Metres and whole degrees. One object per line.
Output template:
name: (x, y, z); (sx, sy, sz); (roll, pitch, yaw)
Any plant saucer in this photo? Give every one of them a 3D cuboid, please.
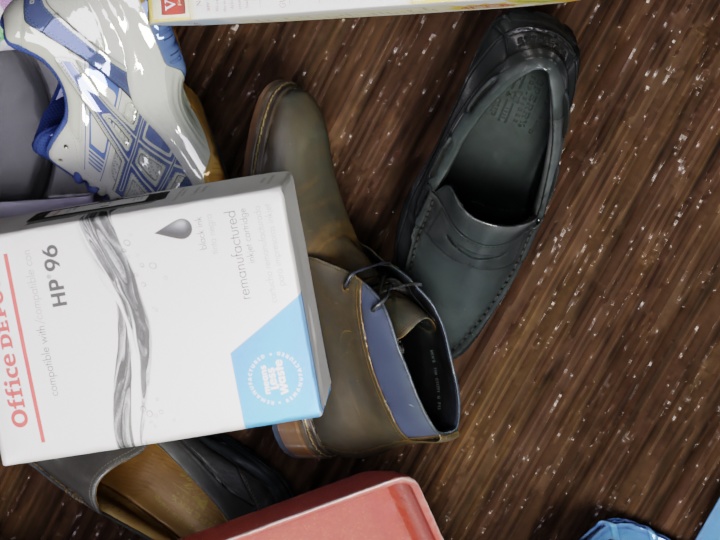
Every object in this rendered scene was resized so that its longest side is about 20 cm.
plant saucer: (-0.040, 0.192, 1.202); (0.200, 0.037, 0.200); (-20, 131, 5)

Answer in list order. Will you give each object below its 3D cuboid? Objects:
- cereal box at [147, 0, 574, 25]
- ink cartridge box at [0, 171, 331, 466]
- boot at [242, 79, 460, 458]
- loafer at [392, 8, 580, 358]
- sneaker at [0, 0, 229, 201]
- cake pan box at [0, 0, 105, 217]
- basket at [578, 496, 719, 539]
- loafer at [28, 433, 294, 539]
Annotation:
cereal box: (0.007, -0.144, 1.107); (0.200, 0.144, 0.040); (-2, 97, 9)
ink cartridge box: (-0.123, 0.026, 1.111); (0.200, 0.068, 0.116); (-10, 99, 5)
boot: (0.000, 0.000, 1.164); (0.097, 0.075, 0.200); (1, 104, 34)
loafer: (0.059, -0.035, 1.151); (0.068, 0.070, 0.201); (16, 119, -4)
sneaker: (-0.119, -0.064, 1.157); (0.088, 0.075, 0.200); (-20, 113, -2)
cake pan box: (-0.228, -0.077, 1.212); (0.200, 0.052, 0.184); (-2, 105, 9)
basket: (0.159, 0.187, 1.146); (0.139, 0.176, 0.200); (32, 117, 4)
loafer: (-0.131, 0.098, 1.225); (0.200, 0.072, 0.073); (26, 107, 3)
